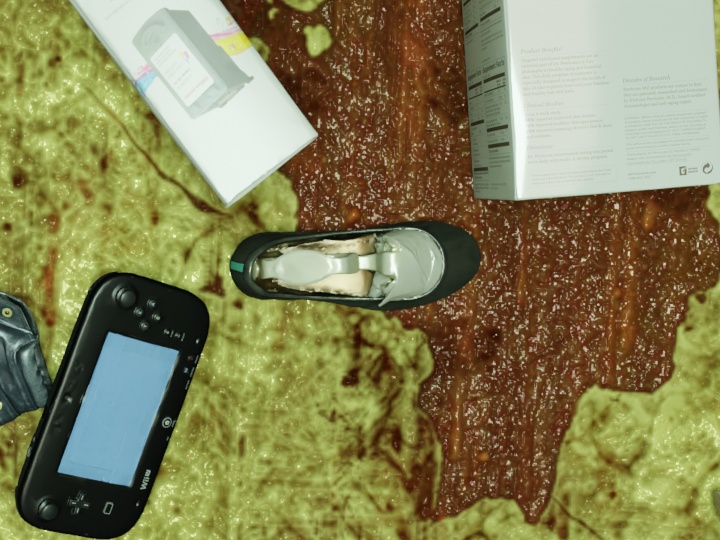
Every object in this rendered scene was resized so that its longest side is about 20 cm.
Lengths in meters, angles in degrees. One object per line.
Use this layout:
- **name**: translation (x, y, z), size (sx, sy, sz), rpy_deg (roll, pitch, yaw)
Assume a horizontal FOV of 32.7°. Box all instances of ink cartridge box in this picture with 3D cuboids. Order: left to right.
- **ink cartridge box**: translation (-0.124, -0.150, 0.871), size (0.085, 0.148, 0.201), rpy_deg (-38, 98, -2)

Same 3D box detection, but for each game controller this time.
- **game controller**: translation (-0.184, 0.103, 0.920), size (0.104, 0.042, 0.202), rpy_deg (20, 92, -28)

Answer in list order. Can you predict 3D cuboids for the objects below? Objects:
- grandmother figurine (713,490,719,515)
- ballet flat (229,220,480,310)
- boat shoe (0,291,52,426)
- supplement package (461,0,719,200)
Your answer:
- **grandmother figurine**: translation (0.387, 0.166, 0.999), size (0.198, 0.061, 0.122), rpy_deg (-23, 123, -8)
- **ballet flat**: translation (0.000, 0.000, 0.934), size (0.198, 0.068, 0.069), rpy_deg (-5, 93, -7)
- **boat shoe**: translation (-0.296, 0.022, 0.903), size (0.090, 0.071, 0.202), rpy_deg (-20, 102, -6)
- **supplement package**: translation (0.163, -0.158, 0.903), size (0.150, 0.151, 0.202), rpy_deg (-5, 94, -6)
